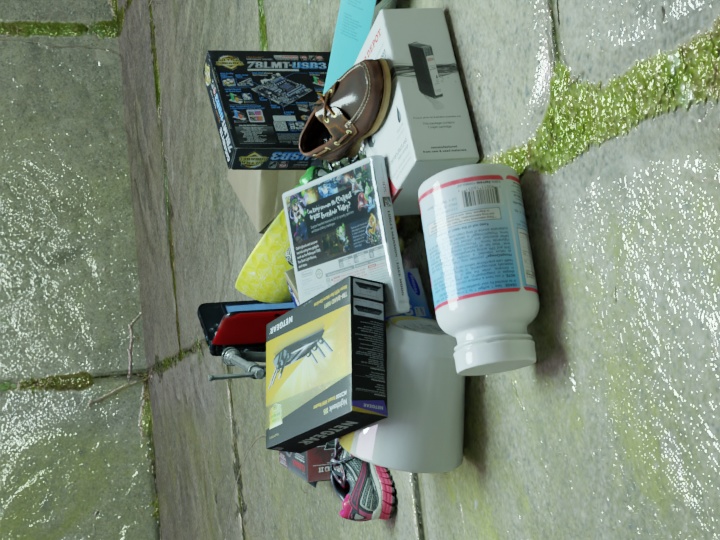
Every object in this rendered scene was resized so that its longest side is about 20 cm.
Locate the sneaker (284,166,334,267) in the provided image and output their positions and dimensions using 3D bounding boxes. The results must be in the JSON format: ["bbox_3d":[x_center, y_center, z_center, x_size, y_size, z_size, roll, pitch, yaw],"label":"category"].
[{"bbox_3d":[-0.064,-0.073,1.670,0.078,0.085,0.201,-62,2,-39],"label":"sneaker"}]

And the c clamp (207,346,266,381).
[{"bbox_3d":[-0.143,0.131,1.782,0.200,0.168,0.027,-164,77,-75],"label":"c clamp"}]

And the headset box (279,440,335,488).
[{"bbox_3d":[-0.074,0.230,1.941,0.148,0.074,0.203,-169,77,-69],"label":"headset box"}]

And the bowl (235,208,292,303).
[{"bbox_3d":[-0.081,-0.022,1.840,0.107,0.201,0.201,37,147,5],"label":"bowl"}]

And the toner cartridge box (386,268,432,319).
[{"bbox_3d":[0.039,0.088,1.648,0.201,0.043,0.096,118,142,-56],"label":"toner cartridge box"}]

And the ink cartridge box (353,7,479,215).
[{"bbox_3d":[0.059,-0.186,1.482,0.144,0.083,0.202,125,138,-61],"label":"ink cartridge box"}]

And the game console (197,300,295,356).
[{"bbox_3d":[-0.130,0.058,1.888,0.173,0.197,0.120,-119,33,-51],"label":"game console"}]

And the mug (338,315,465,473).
[{"bbox_3d":[0.041,0.134,1.473,0.149,0.184,0.155,-64,-16,-79],"label":"mug"}]

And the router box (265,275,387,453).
[{"bbox_3d":[-0.043,0.114,1.472,0.199,0.052,0.159,-31,54,51],"label":"router box"}]

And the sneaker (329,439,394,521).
[{"bbox_3d":[-0.013,0.263,1.778,0.201,0.074,0.081,-114,27,-47],"label":"sneaker"}]

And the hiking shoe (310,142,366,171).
[{"bbox_3d":[-0.011,-0.139,1.664,0.201,0.099,0.076,107,151,-45],"label":"hiking shoe"}]

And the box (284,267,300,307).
[{"bbox_3d":[-0.046,0.101,1.705,0.121,0.032,0.201,56,169,45],"label":"box"}]

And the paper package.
[{"bbox_3d":[-0.139,-0.186,2.016,0.200,0.102,0.193,-125,36,-54],"label":"paper package"}]

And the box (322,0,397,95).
[{"bbox_3d":[0.001,-0.297,1.620,0.082,0.049,0.202,-51,-20,-48],"label":"box"}]

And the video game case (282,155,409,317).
[{"bbox_3d":[-0.021,-0.026,1.517,0.199,0.023,0.184,-17,82,54],"label":"video game case"}]

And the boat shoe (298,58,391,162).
[{"bbox_3d":[-0.021,-0.183,1.485,0.200,0.069,0.071,125,138,-60],"label":"boat shoe"}]

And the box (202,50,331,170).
[{"bbox_3d":[-0.107,-0.227,1.775,0.050,0.197,0.200,112,148,-46],"label":"box"}]

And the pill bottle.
[{"bbox_3d":[0.124,0.001,1.295,0.109,0.107,0.203,141,124,-66],"label":"pill bottle"}]

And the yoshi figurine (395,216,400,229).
[{"bbox_3d":[-0.014,-0.006,1.701,0.201,0.111,0.113,105,161,-46],"label":"yoshi figurine"}]
